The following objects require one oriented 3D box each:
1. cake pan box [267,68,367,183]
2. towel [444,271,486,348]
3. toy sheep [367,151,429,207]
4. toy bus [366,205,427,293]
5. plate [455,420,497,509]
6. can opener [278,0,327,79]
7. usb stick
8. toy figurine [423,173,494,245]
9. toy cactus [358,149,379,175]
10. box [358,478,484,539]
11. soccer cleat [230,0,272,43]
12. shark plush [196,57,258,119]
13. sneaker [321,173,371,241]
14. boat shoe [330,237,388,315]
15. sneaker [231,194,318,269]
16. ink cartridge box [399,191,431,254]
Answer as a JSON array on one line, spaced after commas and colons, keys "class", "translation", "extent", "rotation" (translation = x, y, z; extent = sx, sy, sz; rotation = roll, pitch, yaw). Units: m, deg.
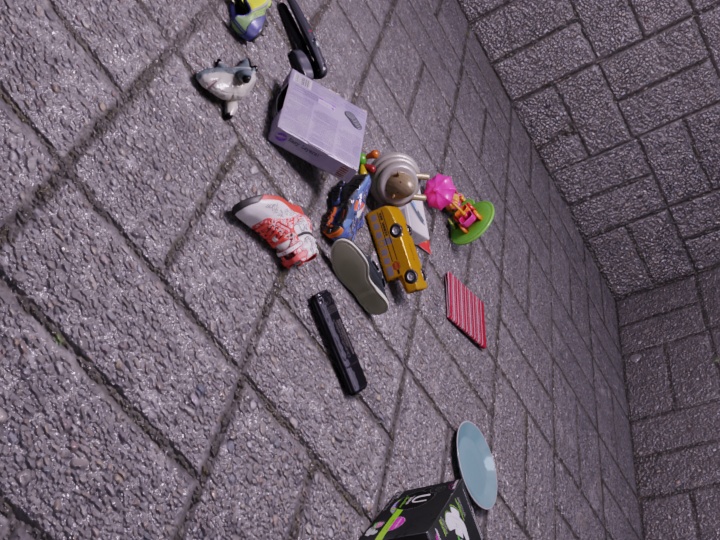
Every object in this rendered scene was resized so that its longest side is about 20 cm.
[{"class": "cake pan box", "translation": [-0.085, -0.295, 1.590], "extent": [0.198, 0.052, 0.186], "rotation": [26, 45, -22]}, {"class": "towel", "translation": [0.279, 0.108, 2.092], "extent": [0.200, 0.022, 0.146], "rotation": [39, 41, -42]}, {"class": "toy sheep", "translation": [0.080, -0.212, 1.824], "extent": [0.139, 0.137, 0.200], "rotation": [56, -4, -22]}, {"class": "toy bus", "translation": [0.083, -0.044, 1.771], "extent": [0.065, 0.078, 0.202], "rotation": [-3, 73, -63]}, {"class": "plate", "translation": [0.259, 0.447, 1.805], "extent": [0.200, 0.025, 0.202], "rotation": [43, 35, -41]}, {"class": "can opener", "translation": [-0.126, -0.512, 1.736], "extent": [0.078, 0.063, 0.202], "rotation": [-8, 78, -62]}, {"class": "usb stick", "translation": [-0.040, 0.135, 1.464], "extent": [0.055, 0.032, 0.202], "rotation": [-25, 93, -56]}, {"class": "toy figurine", "translation": [0.248, -0.196, 2.163], "extent": [0.184, 0.150, 0.201], "rotation": [41, 14, -27]}, {"class": "toy cactus", "translation": [-0.025, -0.289, 1.751], "extent": [0.200, 0.102, 0.166], "rotation": [48, 22, -19]}, {"class": "box", "translation": [0.106, 0.471, 1.362], "extent": [0.200, 0.147, 0.126], "rotation": [-25, 94, -64]}, {"class": "soccer cleat", "translation": [-0.223, -0.543, 1.580], "extent": [0.083, 0.064, 0.202], "rotation": [35, 41, -38]}, {"class": "shark plush", "translation": [-0.230, -0.367, 1.439], "extent": [0.083, 0.091, 0.201], "rotation": [29, 42, -7]}, {"class": "sneaker", "translation": [-0.023, -0.126, 1.643], "extent": [0.079, 0.074, 0.201], "rotation": [60, 41, -39]}, {"class": "boat shoe", "translation": [0.002, -0.001, 1.595], "extent": [0.200, 0.074, 0.067], "rotation": [53, 28, -30]}, {"class": "sneaker", "translation": [-0.141, -0.064, 1.380], "extent": [0.201, 0.067, 0.109], "rotation": [9, 60, -63]}, {"class": "ink cartridge box", "translation": [0.139, -0.161, 1.999], "extent": [0.176, 0.044, 0.203], "rotation": [26, 49, -52]}]
